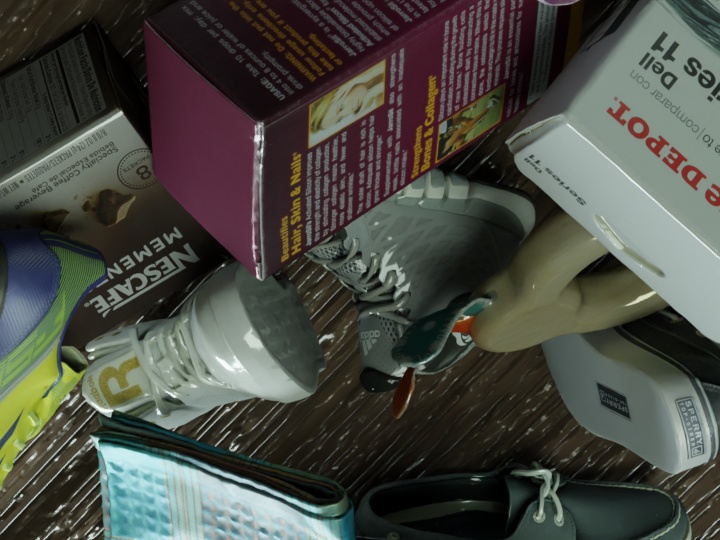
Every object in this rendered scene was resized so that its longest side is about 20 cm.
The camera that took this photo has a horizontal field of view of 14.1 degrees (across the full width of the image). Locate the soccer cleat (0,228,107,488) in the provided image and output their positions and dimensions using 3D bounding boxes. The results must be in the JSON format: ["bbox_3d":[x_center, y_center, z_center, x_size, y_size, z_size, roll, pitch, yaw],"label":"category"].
[{"bbox_3d":[-0.172,0.066,1.383,0.083,0.065,0.201,1,128,-29],"label":"soccer cleat"}]

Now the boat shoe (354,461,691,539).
[{"bbox_3d":[0.090,0.141,1.620,0.199,0.073,0.062,-5,131,-8],"label":"boat shoe"}]

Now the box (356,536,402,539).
[{"bbox_3d":[0.015,0.247,1.588,0.196,0.118,0.200,1,137,32],"label":"box"}]

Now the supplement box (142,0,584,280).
[{"bbox_3d":[0.004,-0.102,1.339,0.200,0.086,0.111,-33,149,-24],"label":"supplement box"}]

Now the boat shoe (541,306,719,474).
[{"bbox_3d":[0.150,0.047,1.493,0.067,0.200,0.072,-17,107,-15],"label":"boat shoe"}]

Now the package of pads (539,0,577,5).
[{"bbox_3d":[0.030,-0.204,1.263,0.076,0.200,0.121,-36,137,-30],"label":"package of pads"}]

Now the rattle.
[{"bbox_3d":[0.084,-0.031,1.432,0.199,0.143,0.130,-23,173,9],"label":"rattle"}]

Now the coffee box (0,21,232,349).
[{"bbox_3d":[-0.178,-0.014,1.411,0.199,0.080,0.113,-30,130,6],"label":"coffee box"}]

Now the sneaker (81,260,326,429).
[{"bbox_3d":[-0.084,0.048,1.437,0.115,0.074,0.200,-22,174,4],"label":"sneaker"}]

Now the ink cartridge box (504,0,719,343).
[{"bbox_3d":[0.186,-0.088,1.338,0.146,0.083,0.200,40,74,-6],"label":"ink cartridge box"}]

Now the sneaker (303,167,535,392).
[{"bbox_3d":[0.000,0.000,1.443,0.199,0.075,0.116,12,85,-33],"label":"sneaker"}]

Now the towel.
[{"bbox_3d":[-0.065,0.173,1.462,0.146,0.022,0.201,15,127,24],"label":"towel"}]
